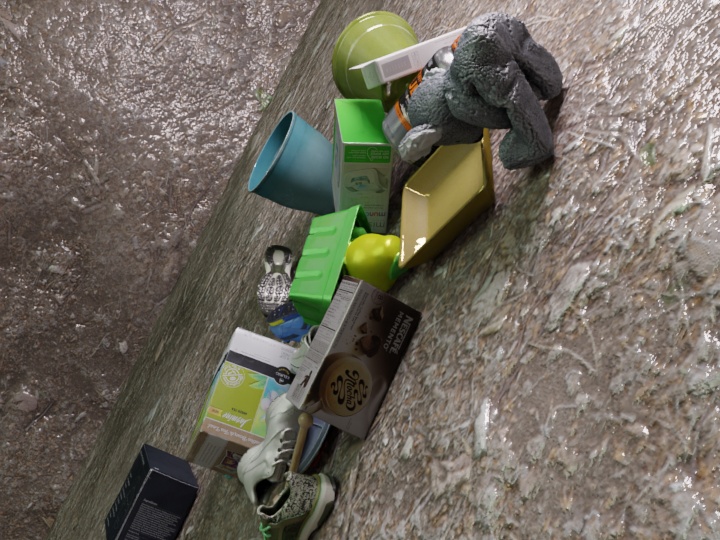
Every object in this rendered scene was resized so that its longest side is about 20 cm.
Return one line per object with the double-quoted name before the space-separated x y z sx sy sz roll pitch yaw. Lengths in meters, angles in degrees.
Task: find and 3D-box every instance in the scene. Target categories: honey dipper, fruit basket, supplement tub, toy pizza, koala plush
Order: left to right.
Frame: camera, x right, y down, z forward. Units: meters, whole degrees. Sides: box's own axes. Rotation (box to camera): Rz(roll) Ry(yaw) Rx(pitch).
"honey dipper" -0.099 0.295 1.113 0.038 0.037 0.203 -114 36 -65
"toy pizza" -0.080 0.246 1.228 0.201 0.031 0.201 -51 22 30
"fruit basket" 0.000 0.000 1.248 0.212 0.156 0.218 -9 54 12
"supplement tub" 0.136 -0.275 1.235 0.200 0.122 0.123 -48 24 32
"koala plush" 0.142 -0.233 1.023 0.198 0.183 0.179 -16 46 42

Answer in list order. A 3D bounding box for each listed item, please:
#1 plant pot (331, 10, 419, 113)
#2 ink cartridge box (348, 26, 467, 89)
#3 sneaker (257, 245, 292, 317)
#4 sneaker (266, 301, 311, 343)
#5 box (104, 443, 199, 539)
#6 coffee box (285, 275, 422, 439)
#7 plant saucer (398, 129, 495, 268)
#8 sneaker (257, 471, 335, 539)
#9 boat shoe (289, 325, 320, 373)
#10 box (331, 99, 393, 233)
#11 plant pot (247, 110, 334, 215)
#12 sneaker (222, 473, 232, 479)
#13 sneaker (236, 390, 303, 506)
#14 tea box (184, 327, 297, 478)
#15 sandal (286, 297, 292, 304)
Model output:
"plant pot" 0.063 -0.392 1.502 0.201 0.198 0.190 -56 32 14
"ink cartridge box" 0.094 -0.372 1.326 0.198 0.045 0.176 -23 14 -11
"sneaker" -0.190 0.039 1.716 0.089 0.076 0.202 99 178 -45
"sneaker" -0.087 0.093 1.414 0.198 0.079 0.066 -17 27 39
"box" -0.466 0.520 1.677 0.199 0.123 0.200 -65 20 -5
"coffee box" -0.010 0.123 1.097 0.202 0.112 0.080 -64 21 -7
"plant saucer" 0.136 -0.117 1.140 0.200 0.048 0.202 -45 27 38
"sneaker" -0.118 0.366 1.083 0.202 0.088 0.077 -61 21 4
"boat shoe" -0.062 0.119 1.226 0.199 0.066 0.074 -22 19 49
"box" 0.001 -0.194 1.387 0.201 0.095 0.179 -100 12 -55
"plant pot" -0.124 -0.223 1.701 0.200 0.186 0.201 -49 25 32
"sneaker" -0.254 0.310 1.479 0.078 0.090 0.202 -47 25 36
"sneaker" -0.121 0.275 1.166 0.202 0.074 0.087 -63 30 17
"tea box" -0.208 0.244 1.344 0.200 0.132 0.199 125 162 -56
"sandal" -0.090 0.017 1.484 0.202 0.079 0.057 -57 7 14
